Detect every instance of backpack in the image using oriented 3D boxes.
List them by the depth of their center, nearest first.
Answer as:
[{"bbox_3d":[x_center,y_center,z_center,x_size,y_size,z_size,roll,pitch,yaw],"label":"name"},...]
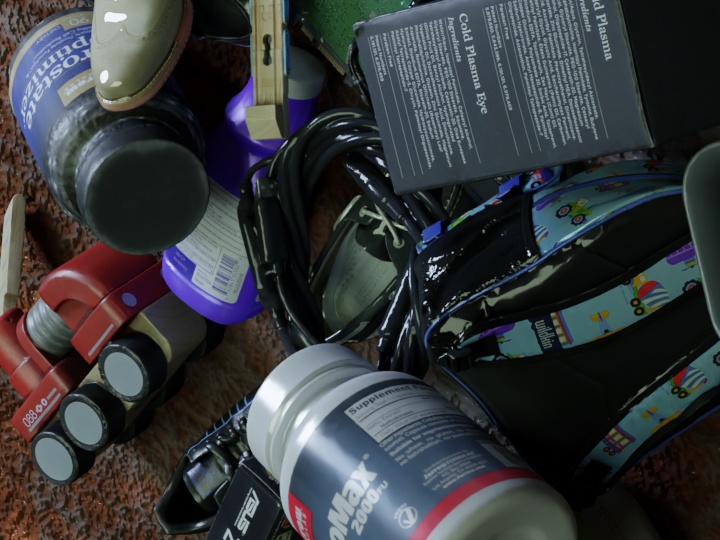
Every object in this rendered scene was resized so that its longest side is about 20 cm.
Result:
[{"bbox_3d":[0.152,0.014,1.383,0.200,0.135,0.183,-33,121,17],"label":"backpack"}]

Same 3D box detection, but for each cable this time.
[{"bbox_3d":[0.000,0.000,1.505,0.163,0.051,0.200,-20,80,38],"label":"cable"}]

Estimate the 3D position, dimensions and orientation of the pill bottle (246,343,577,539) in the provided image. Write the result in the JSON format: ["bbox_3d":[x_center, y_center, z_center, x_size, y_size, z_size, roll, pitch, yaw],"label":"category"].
[{"bbox_3d":[0.023,0.130,1.385,0.200,0.119,0.120,38,128,44],"label":"pill bottle"}]

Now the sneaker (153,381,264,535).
[{"bbox_3d":[-0.075,0.128,1.675,0.070,0.078,0.200,52,132,14],"label":"sneaker"}]

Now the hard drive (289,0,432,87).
[{"bbox_3d":[0.010,-0.230,1.502,0.140,0.038,0.200,49,130,17],"label":"hard drive"}]

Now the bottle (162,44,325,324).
[{"bbox_3d":[-0.075,-0.060,1.617,0.083,0.065,0.200,37,126,23],"label":"bottle"}]

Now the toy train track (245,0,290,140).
[{"bbox_3d":[-0.065,-0.184,1.502,0.115,0.033,0.200,-1,90,31],"label":"toy train track"}]

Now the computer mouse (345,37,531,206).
[{"bbox_3d":[0.068,-0.079,1.476,0.200,0.034,0.059,38,108,8],"label":"computer mouse"}]

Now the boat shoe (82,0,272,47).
[{"bbox_3d":[-0.132,-0.187,1.596,0.200,0.066,0.070,29,145,41],"label":"boat shoe"}]

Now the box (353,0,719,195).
[{"bbox_3d":[0.134,-0.122,1.321,0.182,0.200,0.104,-10,97,43],"label":"box"}]

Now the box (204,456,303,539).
[{"bbox_3d":[-0.049,0.190,1.617,0.049,0.161,0.200,40,126,22],"label":"box"}]

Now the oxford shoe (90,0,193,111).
[{"bbox_3d":[-0.151,-0.197,1.528,0.071,0.074,0.200,-9,58,22],"label":"oxford shoe"}]

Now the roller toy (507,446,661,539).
[{"bbox_3d":[0.105,0.209,1.506,0.200,0.140,0.183,8,115,49],"label":"roller toy"}]

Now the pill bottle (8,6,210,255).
[{"bbox_3d":[-0.168,-0.093,1.601,0.200,0.112,0.112,-125,39,-56],"label":"pill bottle"}]

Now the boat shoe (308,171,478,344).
[{"bbox_3d":[0.020,-0.020,1.551,0.076,0.060,0.200,45,128,22],"label":"boat shoe"}]

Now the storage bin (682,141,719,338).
[{"bbox_3d":[0.300,-0.023,1.258,0.200,0.134,0.146,-7,100,43],"label":"storage bin"}]

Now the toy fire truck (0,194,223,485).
[{"bbox_3d":[-0.216,0.026,1.750,0.200,0.129,0.176,47,130,6],"label":"toy fire truck"}]
